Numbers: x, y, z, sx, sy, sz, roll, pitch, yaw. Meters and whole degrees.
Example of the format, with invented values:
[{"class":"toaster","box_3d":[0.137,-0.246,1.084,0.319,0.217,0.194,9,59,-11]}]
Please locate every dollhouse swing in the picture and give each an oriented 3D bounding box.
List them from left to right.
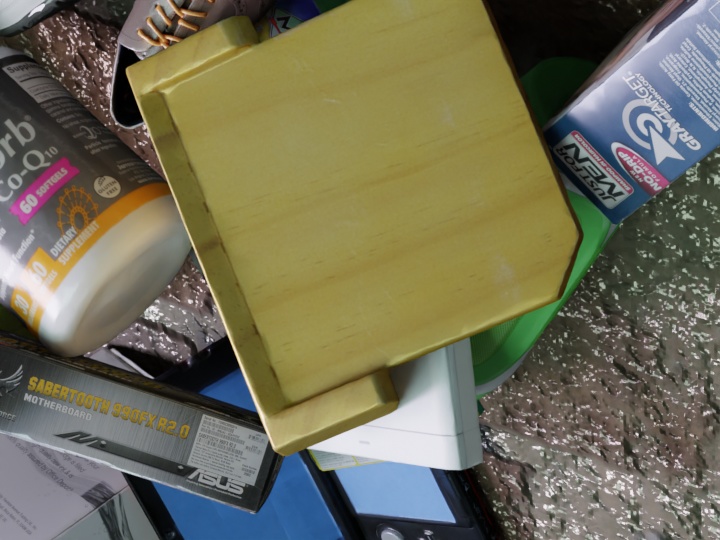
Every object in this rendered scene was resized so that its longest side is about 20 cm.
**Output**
[{"class":"dollhouse swing","box_3d":[0.002,-0.033,1.172,0.182,0.176,0.200,79,168,-84]}]

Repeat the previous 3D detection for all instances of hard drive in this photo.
[{"class":"hard drive","box_3d":[0.000,0.000,1.229,0.132,0.027,0.200,4,105,46]}]

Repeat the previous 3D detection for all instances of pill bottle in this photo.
[{"class":"pill bottle","box_3d":[-0.199,-0.054,1.331,0.200,0.116,0.116,42,144,13]}]

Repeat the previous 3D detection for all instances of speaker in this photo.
[{"class":"speaker","box_3d":[0.078,-0.017,1.223,0.088,0.088,0.200,37,132,7]}]

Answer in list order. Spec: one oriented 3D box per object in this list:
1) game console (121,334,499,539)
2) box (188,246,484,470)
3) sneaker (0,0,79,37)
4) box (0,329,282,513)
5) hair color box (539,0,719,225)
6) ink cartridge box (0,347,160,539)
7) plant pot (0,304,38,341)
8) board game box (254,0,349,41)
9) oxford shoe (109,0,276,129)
[{"class":"game console","box_3d":[-0.035,0.137,1.470,0.172,0.119,0.200,1,127,42]},{"class":"box","box_3d":[-0.025,0.018,1.347,0.117,0.048,0.200,-13,114,48]},{"class":"sneaker","box_3d":[-0.165,-0.216,1.289,0.200,0.076,0.115,-33,94,44]},{"class":"box","box_3d":[-0.141,0.083,1.349,0.200,0.048,0.158,18,179,2]},{"class":"hair color box","box_3d":[0.171,-0.109,1.059,0.061,0.100,0.200,45,143,-2]},{"class":"ink cartridge box","box_3d":[-0.199,0.158,1.543,0.147,0.200,0.083,31,150,49]},{"class":"plant pot","box_3d":[-0.284,-0.031,1.487,0.200,0.200,0.193,8,119,37]},{"class":"board game box","box_3d":[-0.017,-0.070,1.324,0.135,0.029,0.200,-9,120,47]},{"class":"oxford shoe","box_3d":[-0.082,-0.140,1.220,0.071,0.073,0.200,30,144,-2]}]
